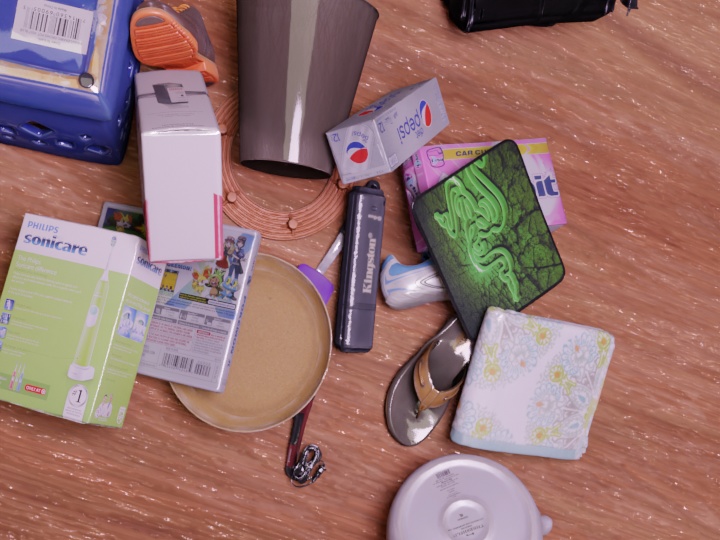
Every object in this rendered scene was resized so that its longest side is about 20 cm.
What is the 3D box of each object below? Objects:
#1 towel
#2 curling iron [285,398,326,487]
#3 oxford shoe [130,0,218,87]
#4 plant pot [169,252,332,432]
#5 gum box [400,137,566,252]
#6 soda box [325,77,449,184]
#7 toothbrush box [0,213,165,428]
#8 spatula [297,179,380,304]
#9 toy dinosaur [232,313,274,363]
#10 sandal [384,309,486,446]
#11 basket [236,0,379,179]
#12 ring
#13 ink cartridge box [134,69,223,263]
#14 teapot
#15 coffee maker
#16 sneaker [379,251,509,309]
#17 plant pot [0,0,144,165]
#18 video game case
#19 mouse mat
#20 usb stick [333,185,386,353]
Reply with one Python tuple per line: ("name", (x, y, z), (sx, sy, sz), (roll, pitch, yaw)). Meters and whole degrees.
("towel", (0.216, 0.143, 1.223), (0.197, 0.048, 0.175), (11, 98, -26))
("curling iron", (-0.058, 0.159, 1.190), (0.048, 0.026, 0.204), (7, 84, -7))
("oxford shoe", (-0.213, -0.269, 1.112), (0.070, 0.200, 0.075), (-6, 82, 5))
("plant pot", (-0.129, 0.082, 1.126), (0.196, 0.028, 0.205), (-1, 81, 4))
("gum box", (0.148, -0.094, 1.229), (0.196, 0.066, 0.116), (-7, 78, -24))
("soda box", (0.036, -0.168, 1.165), (0.200, 0.067, 0.064), (-45, 119, -56))
("toothbrush box", (-0.313, 0.055, 1.077), (0.143, 0.086, 0.204), (10, 81, 14))
("spatula", (-0.029, -0.030, 1.220), (0.056, 0.021, 0.202), (35, 76, -9))
("toy dinosaur", (-0.150, 0.088, 1.158), (0.101, 0.058, 0.201), (-40, 95, -14))
("sandal", (0.101, 0.128, 1.209), (0.082, 0.055, 0.201), (41, 92, -8))
("basket", (-0.076, -0.218, 1.154), (0.177, 0.135, 0.204), (10, 85, -24))
("ring", (-0.096, -0.139, 1.216), (0.196, 0.019, 0.205), (1, 84, -14))
("ink cartridge box", (-0.200, -0.118, 1.072), (0.083, 0.201, 0.148), (-3, 118, -12))
("teapot", (0.116, 0.328, 1.166), (0.197, 0.147, 0.199), (19, 56, 13))
("coffee maker", (0.213, -0.374, 1.233), (0.196, 0.192, 0.138), (-9, 103, -14))
("sneaker", (0.119, 0.007, 1.233), (0.196, 0.072, 0.074), (-2, 73, -19))
("plant pot", (-0.341, -0.247, 1.079), (0.196, 0.180, 0.204), (10, 81, -13))
("video game case", (-0.225, 0.028, 1.120), (0.196, 0.022, 0.186), (11, 81, 14))
("mouse mat", (0.158, -0.035, 1.182), (0.160, 0.008, 0.202), (-33, 110, -16))
("usb stick", (0.000, 0.000, 1.207), (0.055, 0.032, 0.205), (6, 88, -34))
